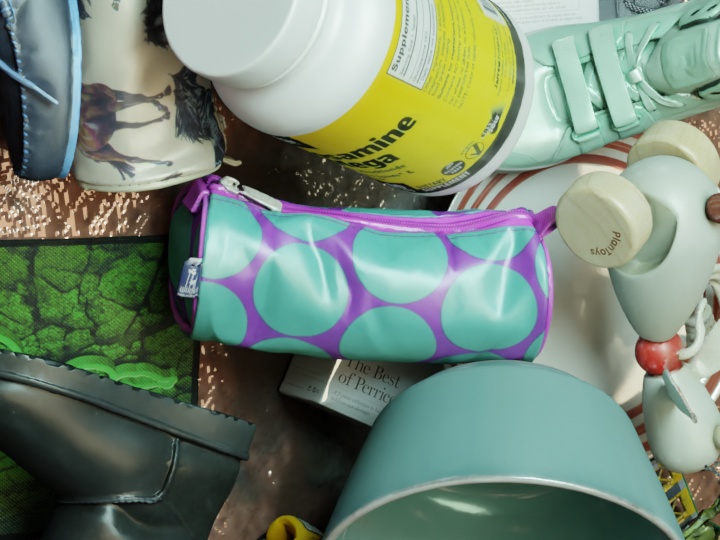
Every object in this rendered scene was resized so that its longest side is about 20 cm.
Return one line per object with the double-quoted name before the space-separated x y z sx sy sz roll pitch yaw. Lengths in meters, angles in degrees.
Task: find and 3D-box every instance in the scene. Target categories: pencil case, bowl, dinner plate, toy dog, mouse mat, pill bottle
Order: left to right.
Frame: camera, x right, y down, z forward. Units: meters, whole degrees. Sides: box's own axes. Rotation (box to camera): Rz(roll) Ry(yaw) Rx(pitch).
"mouse mat" -0.172 0.063 1.455 0.199 0.008 0.162 -2 99 -31
"pencil case" -0.112 -0.143 1.418 0.089 0.078 0.201 -12 104 -41
"pill bottle" -0.007 -0.113 1.407 0.200 0.112 0.113 20 87 -52
"pencil case" 0.000 0.000 1.459 0.199 0.085 0.093 5 118 -9
"bowl" 0.075 0.122 1.467 0.200 0.201 0.105 30 44 -31
"dinner plate" 0.126 0.012 1.555 0.199 0.024 0.201 -1 92 -21
"toy dog" 0.181 0.014 1.467 0.132 0.096 0.200 -58 135 -26

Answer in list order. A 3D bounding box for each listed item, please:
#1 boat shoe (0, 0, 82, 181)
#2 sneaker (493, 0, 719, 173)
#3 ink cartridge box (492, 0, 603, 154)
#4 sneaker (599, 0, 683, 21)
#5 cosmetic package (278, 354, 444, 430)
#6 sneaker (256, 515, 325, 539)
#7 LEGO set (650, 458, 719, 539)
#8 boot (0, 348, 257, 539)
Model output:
"boat shoe" -0.184 -0.142 1.385 0.068 0.084 0.201 -7 85 -23
"sneaker" 0.143 -0.110 1.485 0.200 0.118 0.074 -19 89 -15
"ink cartridge box" 0.072 -0.159 1.542 0.119 0.042 0.201 -7 103 -19
"sneaker" 0.178 -0.186 1.569 0.075 0.114 0.201 12 92 -32
"cosmetic package" 0.057 0.069 1.572 0.199 0.051 0.083 25 82 -31
"sneaker" -0.015 0.176 1.529 0.199 0.078 0.083 -4 98 -31
"LEGO set" 0.190 0.180 1.603 0.116 0.200 0.154 -38 136 -19
"boot" -0.152 0.132 1.418 0.198 0.073 0.163 19 85 -24
